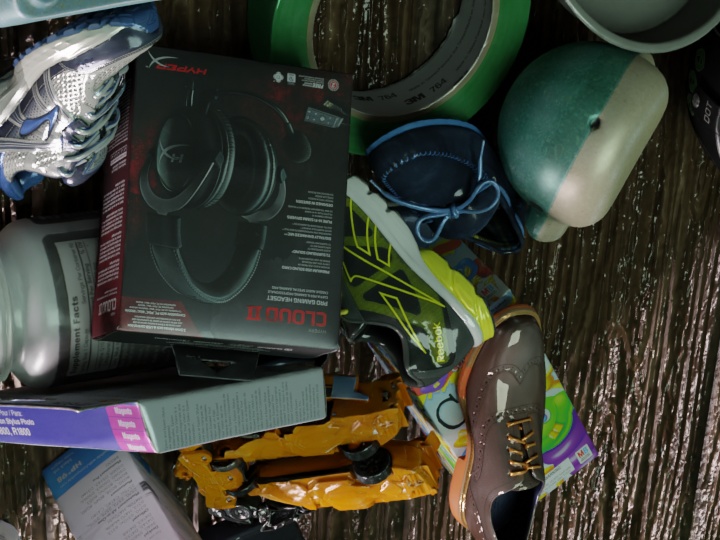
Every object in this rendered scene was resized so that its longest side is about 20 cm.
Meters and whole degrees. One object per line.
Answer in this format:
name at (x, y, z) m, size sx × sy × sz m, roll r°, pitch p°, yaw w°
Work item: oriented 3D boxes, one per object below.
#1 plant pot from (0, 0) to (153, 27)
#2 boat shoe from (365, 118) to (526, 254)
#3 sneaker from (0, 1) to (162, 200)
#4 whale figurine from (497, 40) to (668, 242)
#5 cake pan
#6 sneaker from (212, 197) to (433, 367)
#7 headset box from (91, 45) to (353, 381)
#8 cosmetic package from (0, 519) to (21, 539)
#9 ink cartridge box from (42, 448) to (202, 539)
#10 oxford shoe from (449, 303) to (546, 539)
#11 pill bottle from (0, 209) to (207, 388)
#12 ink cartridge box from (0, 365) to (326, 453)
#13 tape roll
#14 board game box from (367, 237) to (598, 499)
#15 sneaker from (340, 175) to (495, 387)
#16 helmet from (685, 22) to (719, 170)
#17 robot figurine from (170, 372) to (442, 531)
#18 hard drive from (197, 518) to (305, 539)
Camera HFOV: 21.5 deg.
plant pot at (-0.172, -0.236, 1.074) m, size 0.195 × 0.200 × 0.197 m, roll -13°, pitch 124°, yaw -21°
boat shoe at (0.076, -0.057, 1.354) m, size 0.084 × 0.069 × 0.199 m, roll -28°, pitch 158°, yaw 28°
sneaker at (-0.175, -0.103, 1.166) m, size 0.086 × 0.199 × 0.077 m, roll 56°, pitch 46°, yaw -8°
whale figurine at (0.152, -0.100, 1.377) m, size 0.103 × 0.200 × 0.160 m, roll 30°, pitch 90°, yaw 4°
cake pan at (0.194, -0.254, 1.330) m, size 0.199 × 0.037 × 0.202 m, roll -3°, pitch 95°, yaw -31°
sneaker at (-0.021, 0.022, 1.385) m, size 0.199 × 0.085 × 0.075 m, roll -32°, pitch 128°, yaw -9°
headset box at (-0.089, -0.031, 1.215) m, size 0.147 × 0.077 × 0.202 m, roll 7°, pitch 80°, yaw -20°
cosmetic package at (-0.319, 0.273, 1.358) m, size 0.071 × 0.105 × 0.201 m, roll 33°, pitch 97°, yaw -37°
ink cartridge box at (-0.146, 0.212, 1.354) m, size 0.066 × 0.200 × 0.116 m, roll -36°, pitch 129°, yaw -4°
oxford shoe at (0.114, 0.120, 1.392) m, size 0.071 × 0.073 × 0.202 m, roll -11°, pitch 123°, yaw -22°
pill bottle at (-0.182, 0.017, 1.274) m, size 0.198 × 0.114 × 0.115 m, roll -8°, pitch 121°, yaw -25°
ink cartridge box at (-0.158, 0.094, 1.261) m, size 0.199 × 0.195 × 0.044 m, roll -9°, pitch 94°, yaw -42°
tape roll at (0.021, -0.180, 1.312) m, size 0.199 × 0.048 × 0.202 m, roll -14°, pitch 124°, yaw -22°
board game box at (0.088, 0.086, 1.472) m, size 0.105 × 0.103 × 0.201 m, roll -36°, pitch 129°, yaw -5°
sneaker at (0.000, 0.000, 1.325) m, size 0.085 × 0.200 × 0.075 m, roll -48°, pitch 170°, yaw -17°
helmet at (0.345, -0.142, 1.426) m, size 0.198 × 0.191 × 0.202 m, roll 5°, pitch 120°, yaw 9°
robot figurine at (-0.047, 0.131, 1.405) m, size 0.198 × 0.059 × 0.146 m, roll -7°, pitch 132°, yaw 20°
hard drive at (-0.116, 0.275, 1.467) m, size 0.199 × 0.042 × 0.136 m, roll -26°, pitch 91°, yaw -17°
